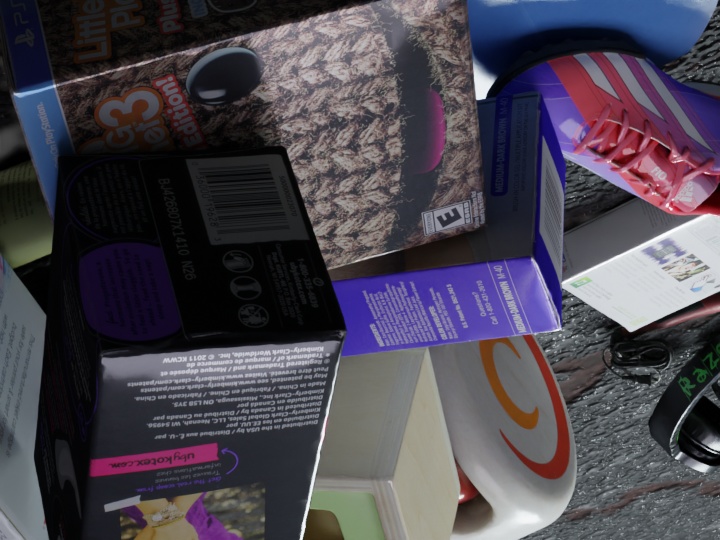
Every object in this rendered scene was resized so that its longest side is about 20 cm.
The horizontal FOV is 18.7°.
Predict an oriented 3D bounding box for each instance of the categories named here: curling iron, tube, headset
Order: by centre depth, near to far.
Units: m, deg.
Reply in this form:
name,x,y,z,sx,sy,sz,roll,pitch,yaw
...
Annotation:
name,x,y,z,sx,sy,sz,roll,pitch,yaw
tube,-0.163,-0.032,1.126,0.198,0.059,0.052,-22,170,13
curling iron,0.269,0.028,1.598,0.199,0.050,0.026,-29,175,15
headset,0.272,0.095,1.706,0.123,0.094,0.200,-42,153,-6

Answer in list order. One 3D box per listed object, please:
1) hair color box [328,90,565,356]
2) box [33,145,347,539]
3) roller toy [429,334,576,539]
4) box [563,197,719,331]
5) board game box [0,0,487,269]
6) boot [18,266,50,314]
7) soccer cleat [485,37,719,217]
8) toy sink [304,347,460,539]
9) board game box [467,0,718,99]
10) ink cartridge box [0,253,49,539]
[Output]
name,x,y,z,sx,sy,sz,roll,pitch,yaw
hair color box,0.000,-0.018,1.095,0.198,0.110,0.065,-9,139,17
box,-0.081,0.058,0.967,0.105,0.123,0.201,-3,136,-16
roller toy,0.040,0.098,1.407,0.139,0.184,0.200,-27,155,23
box,0.238,-0.028,1.460,0.199,0.037,0.144,-25,156,19
board game box,-0.053,-0.081,0.997,0.198,0.097,0.160,-15,138,-4
boot,-0.124,0.066,1.190,0.164,0.201,0.066,-23,128,13
soccer cleat,0.150,-0.068,1.150,0.199,0.074,0.068,11,138,-41
toy sink,-0.055,0.121,1.260,0.198,0.113,0.131,2,135,16
board game box,0.086,-0.131,1.124,0.199,0.039,0.158,-28,151,9
ink cartridge box,-0.217,0.051,1.061,0.082,0.146,0.201,-19,126,16
